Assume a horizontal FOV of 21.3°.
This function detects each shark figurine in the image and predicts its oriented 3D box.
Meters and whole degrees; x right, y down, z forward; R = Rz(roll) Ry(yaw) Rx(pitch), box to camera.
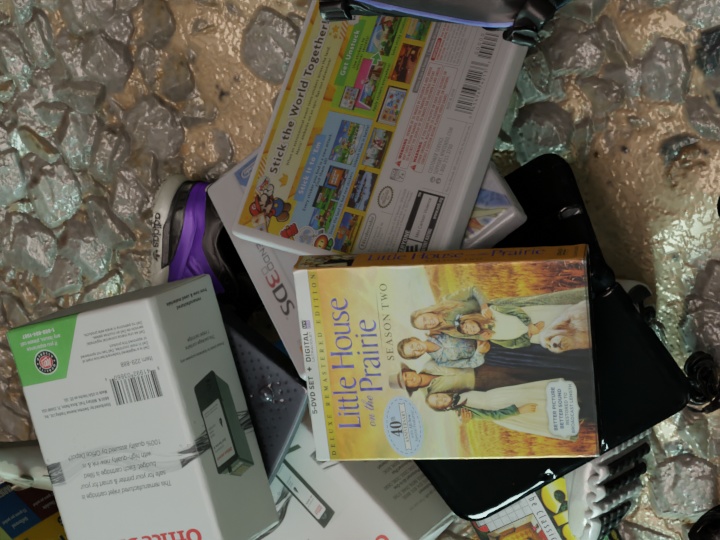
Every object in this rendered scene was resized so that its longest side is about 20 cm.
[{"bbox_3d":[-0.275,0.146,1.639,0.128,0.214,0.090,-34,46,59],"label":"shark figurine"}]

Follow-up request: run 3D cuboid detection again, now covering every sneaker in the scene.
[{"bbox_3d":[-0.116,0.027,1.536,0.099,0.070,0.201,9,109,23],"label":"sneaker"},{"bbox_3d":[0.169,0.102,1.415,0.081,0.075,0.201,9,101,33],"label":"sneaker"}]

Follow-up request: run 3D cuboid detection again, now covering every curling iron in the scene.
[{"bbox_3d":[0.263,0.024,1.335,0.026,0.049,0.201,53,141,41],"label":"curling iron"}]

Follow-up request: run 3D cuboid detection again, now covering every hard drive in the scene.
[{"bbox_3d":[-0.119,0.128,1.488,0.135,0.042,0.200,37,118,17],"label":"hard drive"}]

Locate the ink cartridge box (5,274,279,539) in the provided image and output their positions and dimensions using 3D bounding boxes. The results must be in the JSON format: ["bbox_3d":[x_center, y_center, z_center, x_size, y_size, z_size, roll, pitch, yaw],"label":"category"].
[{"bbox_3d":[-0.163,0.119,1.435,0.145,0.084,0.201,-12,96,31],"label":"ink cartridge box"}]

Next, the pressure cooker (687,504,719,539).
[{"bbox_3d":[0.299,0.254,1.326,0.175,0.179,0.201,-20,96,34],"label":"pressure cooker"}]

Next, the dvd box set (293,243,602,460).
[{"bbox_3d":[0.060,0.057,1.294,0.199,0.029,0.147,-1,110,12],"label":"dvd box set"}]

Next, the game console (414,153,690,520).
[{"bbox_3d":[0.107,0.048,1.369,0.200,0.116,0.176,-32,48,20],"label":"game console"}]

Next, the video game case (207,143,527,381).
[{"bbox_3d":[-0.001,-0.048,1.380,0.200,0.022,0.183,-38,60,15],"label":"video game case"}]

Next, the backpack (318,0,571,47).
[{"bbox_3d":[0.082,-0.241,1.276,0.182,0.200,0.148,11,108,25],"label":"backpack"}]

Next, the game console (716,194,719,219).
[{"bbox_3d":[0.344,0.000,1.266,0.116,0.176,0.200,-35,88,3],"label":"game console"}]

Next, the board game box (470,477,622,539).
[{"bbox_3d":[0.146,0.206,1.482,0.105,0.023,0.201,-30,90,29],"label":"board game box"}]

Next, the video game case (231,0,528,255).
[{"bbox_3d":[0.013,-0.098,1.361,0.181,0.023,0.201,16,85,33],"label":"video game case"}]

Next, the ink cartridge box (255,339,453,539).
[{"bbox_3d":[-0.045,0.176,1.535,0.200,0.084,0.146,46,120,11],"label":"ink cartridge box"}]

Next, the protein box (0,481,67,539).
[{"bbox_3d":[-0.308,0.325,1.688,0.200,0.135,0.199,45,120,9],"label":"protein box"}]
